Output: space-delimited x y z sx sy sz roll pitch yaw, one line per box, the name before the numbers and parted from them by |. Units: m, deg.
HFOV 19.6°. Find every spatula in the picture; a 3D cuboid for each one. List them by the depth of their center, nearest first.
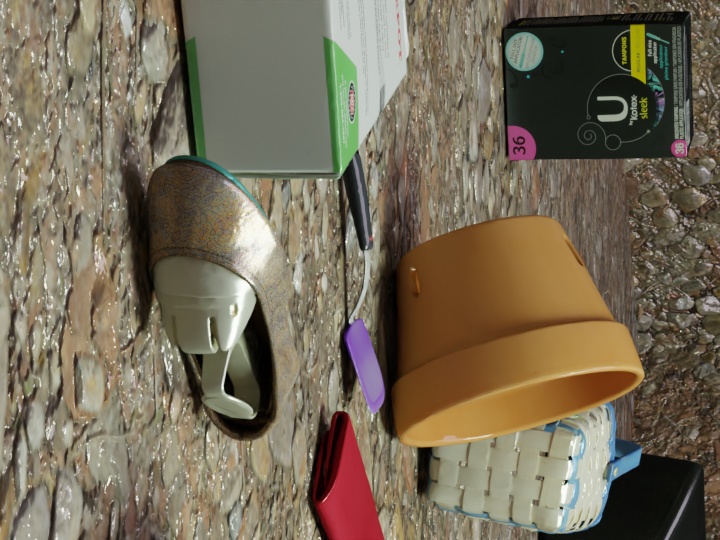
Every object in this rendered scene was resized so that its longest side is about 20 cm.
spatula | 0.000 0.000 1.480 0.057 0.020 0.201 -42 131 -72

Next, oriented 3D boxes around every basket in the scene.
basket | 0.149 0.156 1.826 0.200 0.176 0.140 -4 104 -75

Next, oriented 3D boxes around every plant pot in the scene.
plant pot | 0.109 0.045 1.647 0.200 0.199 0.141 47 27 -73
plant pot | 0.321 0.358 2.639 0.178 0.199 0.200 -61 151 -45

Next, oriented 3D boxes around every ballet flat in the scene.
ballet flat | -0.068 0.024 1.054 0.200 0.068 0.067 71 30 -53

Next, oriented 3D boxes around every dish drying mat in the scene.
dish drying mat | -0.005 0.183 1.466 0.200 0.018 0.077 76 19 -52

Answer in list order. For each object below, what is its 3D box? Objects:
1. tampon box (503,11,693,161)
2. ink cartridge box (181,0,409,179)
tampon box | 0.267 -0.206 2.318 0.126 0.199 0.150 -46 133 -73
ink cartridge box | -0.033 -0.150 1.166 0.200 0.084 0.146 -61 149 -67
